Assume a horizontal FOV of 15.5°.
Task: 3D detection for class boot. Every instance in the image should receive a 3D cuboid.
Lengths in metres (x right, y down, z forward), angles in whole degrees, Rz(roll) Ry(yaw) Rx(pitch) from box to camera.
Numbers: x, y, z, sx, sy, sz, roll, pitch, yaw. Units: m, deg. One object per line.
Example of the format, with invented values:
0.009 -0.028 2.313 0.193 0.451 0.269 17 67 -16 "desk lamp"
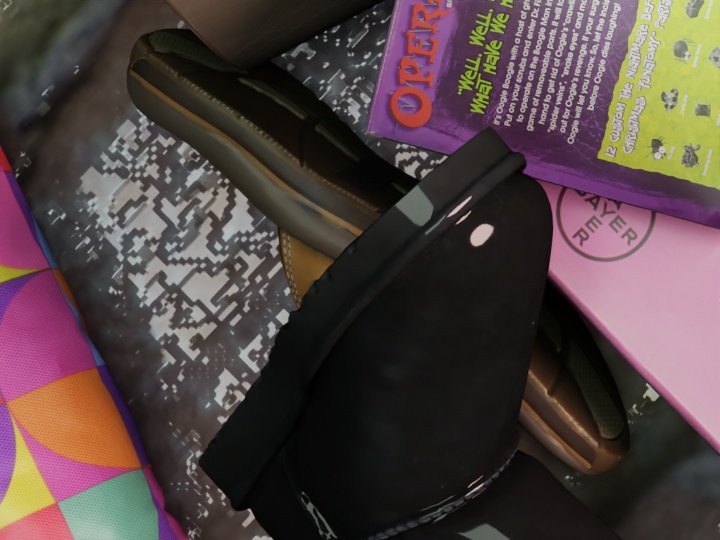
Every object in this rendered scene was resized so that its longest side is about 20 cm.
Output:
0.044 0.069 0.735 0.162 0.198 0.073 46 54 9 "boot"

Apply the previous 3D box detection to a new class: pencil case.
-0.131 0.024 0.837 0.088 0.088 0.200 -30 81 7 "pencil case"

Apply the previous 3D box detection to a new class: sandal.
0.000 0.000 0.820 0.200 0.082 0.055 37 109 9 "sandal"

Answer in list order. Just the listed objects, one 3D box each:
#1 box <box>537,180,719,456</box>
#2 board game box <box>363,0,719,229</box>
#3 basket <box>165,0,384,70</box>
0.172 -0.020 0.778 0.200 0.097 0.176 -44 80 4 "box"
0.081 -0.119 0.715 0.120 0.032 0.201 15 102 6 "board game box"
0.013 -0.162 0.802 0.200 0.136 0.181 -36 68 10 "basket"
